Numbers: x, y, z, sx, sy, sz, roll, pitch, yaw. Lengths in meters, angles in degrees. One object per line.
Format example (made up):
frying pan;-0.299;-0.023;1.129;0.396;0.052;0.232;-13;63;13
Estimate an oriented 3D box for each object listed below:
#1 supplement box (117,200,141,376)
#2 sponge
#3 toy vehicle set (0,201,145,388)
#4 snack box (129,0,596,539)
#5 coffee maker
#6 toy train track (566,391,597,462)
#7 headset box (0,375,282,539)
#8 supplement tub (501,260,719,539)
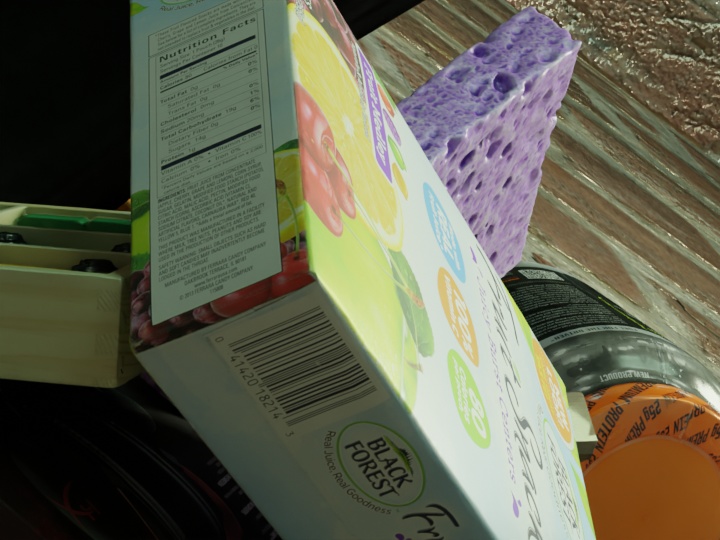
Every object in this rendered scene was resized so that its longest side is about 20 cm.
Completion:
supplement box;-0.043;0.048;0.875;0.200;0.067;0.069;44;17;20
sponge;0.000;0.000;0.763;0.030;0.112;0.200;35;49;20
toy vehicle set;-0.140;-0.001;0.604;0.199;0.027;0.124;5;8;10
snack box;0.007;0.026;0.613;0.143;0.053;0.200;-95;158;-48
coffee maker;-0.059;-0.085;0.762;0.193;0.199;0.135;60;-9;-26
toy train track;-0.016;0.064;0.801;0.199;0.033;0.115;-1;48;-15
headset box;-0.060;0.103;0.623;0.200;0.075;0.149;41;13;4
supplement tub;0.085;0.073;0.954;0.122;0.123;0.200;36;2;-17
